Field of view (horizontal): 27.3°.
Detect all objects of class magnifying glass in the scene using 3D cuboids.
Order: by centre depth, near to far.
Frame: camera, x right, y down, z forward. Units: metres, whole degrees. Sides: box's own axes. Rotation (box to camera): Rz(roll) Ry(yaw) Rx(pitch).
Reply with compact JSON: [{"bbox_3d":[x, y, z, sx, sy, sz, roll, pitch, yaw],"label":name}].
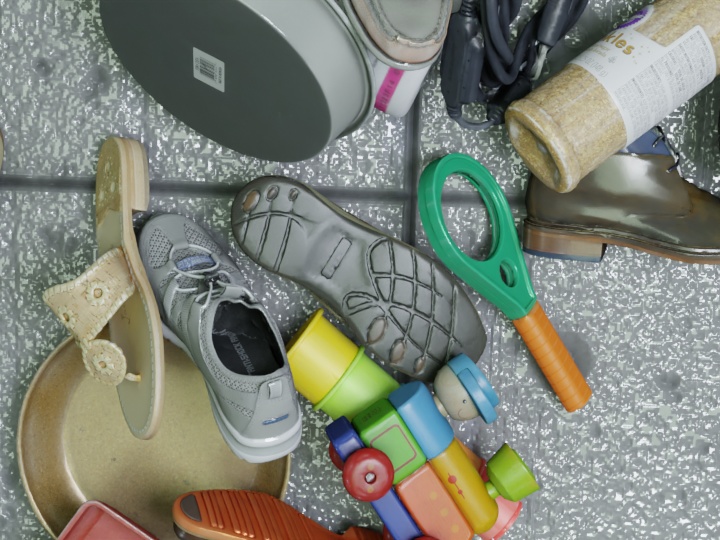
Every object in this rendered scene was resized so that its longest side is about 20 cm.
[{"bbox_3d":[0.101,0.010,1.014,0.022,0.080,0.201,-22,108,42],"label":"magnifying glass"}]

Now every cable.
[{"bbox_3d":[0.116,-0.186,0.914,0.051,0.201,0.163,36,58,23],"label":"cable"}]

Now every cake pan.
[{"bbox_3d":[-0.085,-0.140,0.941,0.199,0.201,0.037,32,65,-1],"label":"cake pan"}]

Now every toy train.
[{"bbox_3d":[0.072,0.162,0.984,0.115,0.085,0.201,-34,101,-3],"label":"toy train"}]

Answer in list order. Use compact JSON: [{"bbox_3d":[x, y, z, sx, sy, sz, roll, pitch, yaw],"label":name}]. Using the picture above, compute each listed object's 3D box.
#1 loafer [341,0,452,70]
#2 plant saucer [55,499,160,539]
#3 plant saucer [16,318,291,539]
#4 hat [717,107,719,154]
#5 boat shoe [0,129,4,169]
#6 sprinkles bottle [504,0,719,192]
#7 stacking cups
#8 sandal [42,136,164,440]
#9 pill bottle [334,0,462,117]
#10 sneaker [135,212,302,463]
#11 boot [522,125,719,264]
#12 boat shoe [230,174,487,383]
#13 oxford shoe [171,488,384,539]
[{"bbox_3d":[0.021,-0.220,0.888,0.071,0.063,0.203,2,64,-17],"label":"loafer"},{"bbox_3d":[-0.158,0.276,1.061,0.199,0.037,0.201,36,113,-7],"label":"plant saucer"},{"bbox_3d":[-0.145,0.125,1.061,0.197,0.035,0.203,1,99,5],"label":"plant saucer"},{"bbox_3d":[0.270,-0.086,0.931,0.080,0.200,0.204,-6,99,27],"label":"hat"},{"bbox_3d":[-0.297,-0.013,1.033,0.071,0.072,0.203,15,100,2],"label":"boat shoe"},{"bbox_3d":[0.187,-0.132,0.948,0.199,0.068,0.069,-37,95,-11],"label":"sprinkles bottle"},{"bbox_3d":[0.029,0.112,1.032,0.199,0.061,0.061,40,100,-2],"label":"stacking cups"},{"bbox_3d":[-0.179,0.009,0.987,0.069,0.077,0.215,6,67,-30],"label":"sandal"},{"bbox_3d":[-0.032,-0.195,0.963,0.198,0.113,0.114,29,100,0],"label":"pill bottle"},{"bbox_3d":[-0.089,0.026,0.982,0.074,0.083,0.201,-20,56,-26],"label":"sneaker"},{"bbox_3d":[0.207,-0.057,0.986,0.197,0.075,0.098,0,102,6],"label":"boot"},{"bbox_3d":[0.000,0.000,1.012,0.199,0.074,0.076,38,93,-8],"label":"boat shoe"},{"bbox_3d":[-0.048,0.210,1.023,0.198,0.071,0.073,23,107,-22],"label":"oxford shoe"}]
